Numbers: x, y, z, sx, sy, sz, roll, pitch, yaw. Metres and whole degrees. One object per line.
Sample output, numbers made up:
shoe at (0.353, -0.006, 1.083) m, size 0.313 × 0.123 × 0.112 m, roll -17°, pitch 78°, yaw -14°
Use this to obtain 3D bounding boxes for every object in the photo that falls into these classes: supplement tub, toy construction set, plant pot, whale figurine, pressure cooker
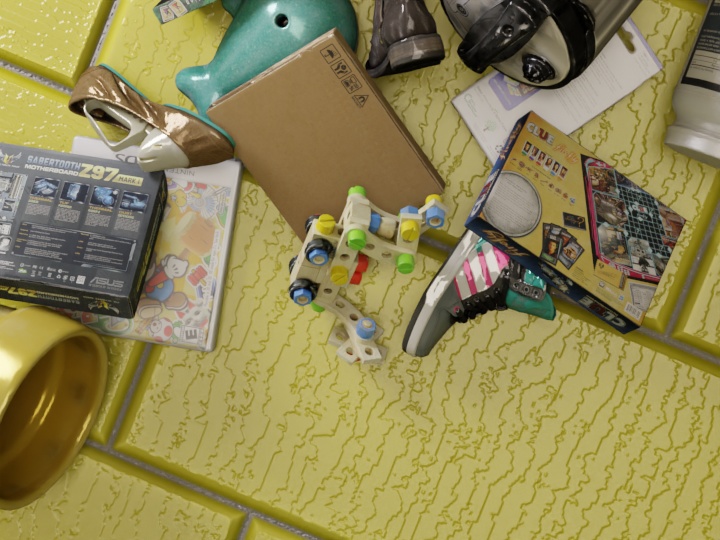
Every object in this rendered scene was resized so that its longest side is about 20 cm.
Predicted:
supplement tub at (0.391, -0.198, 1.656) m, size 0.139 × 0.140 × 0.201 m, roll 21°, pitch 93°, yaw 3°
toy construction set at (0.000, 0.000, 1.703) m, size 0.130 × 0.092 × 0.201 m, roll 11°, pitch 122°, yaw -13°
plant pot at (-0.387, 0.113, 1.705) m, size 0.188 × 0.201 × 0.202 m, roll 24°, pitch 93°, yaw 18°
whale figurine at (-0.098, -0.223, 1.707) m, size 0.199 × 0.104 × 0.160 m, roll -33°, pitch 84°, yaw 7°
pressure cooker at (0.173, -0.272, 1.605) m, size 0.178 × 0.176 × 0.200 m, roll 26°, pitch 67°, yaw 34°

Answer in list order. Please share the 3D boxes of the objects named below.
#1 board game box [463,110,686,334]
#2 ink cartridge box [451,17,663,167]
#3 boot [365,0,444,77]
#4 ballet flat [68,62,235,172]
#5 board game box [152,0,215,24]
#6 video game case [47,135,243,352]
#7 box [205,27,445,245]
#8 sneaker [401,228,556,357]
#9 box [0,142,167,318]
board game box at (0.216, -0.047, 1.675) m, size 0.199 × 0.035 × 0.136 m, roll 34°, pitch 65°, yaw -11°
ink cartridge box at (0.200, -0.188, 1.722) m, size 0.199 × 0.039 × 0.100 m, roll -33°, pitch 89°, yaw 6°
boot at (0.033, -0.283, 1.644) m, size 0.069 × 0.200 × 0.176 m, roll -13°, pitch 93°, yaw -10°
ballet flat at (-0.220, -0.143, 1.711) m, size 0.199 × 0.068 × 0.072 m, roll 31°, pitch 66°, yaw 22°
board game box at (-0.106, -0.304, 1.685) m, size 0.199 × 0.105 × 0.024 m, roll -20°, pitch 106°, yaw 20°
video game case at (-0.226, -0.028, 1.765) m, size 0.181 × 0.023 × 0.202 m, roll 9°, pitch 93°, yaw 4°
box at (-0.035, -0.122, 1.693) m, size 0.163 × 0.021 × 0.200 m, roll -28°, pitch 112°, yaw 23°
sneaker at (0.139, 0.027, 1.714) m, size 0.120 × 0.084 × 0.201 m, roll 35°, pitch 93°, yaw 12°
box at (-0.307, -0.043, 1.700) m, size 0.198 × 0.051 × 0.159 m, roll 9°, pitch 60°, yaw 3°
